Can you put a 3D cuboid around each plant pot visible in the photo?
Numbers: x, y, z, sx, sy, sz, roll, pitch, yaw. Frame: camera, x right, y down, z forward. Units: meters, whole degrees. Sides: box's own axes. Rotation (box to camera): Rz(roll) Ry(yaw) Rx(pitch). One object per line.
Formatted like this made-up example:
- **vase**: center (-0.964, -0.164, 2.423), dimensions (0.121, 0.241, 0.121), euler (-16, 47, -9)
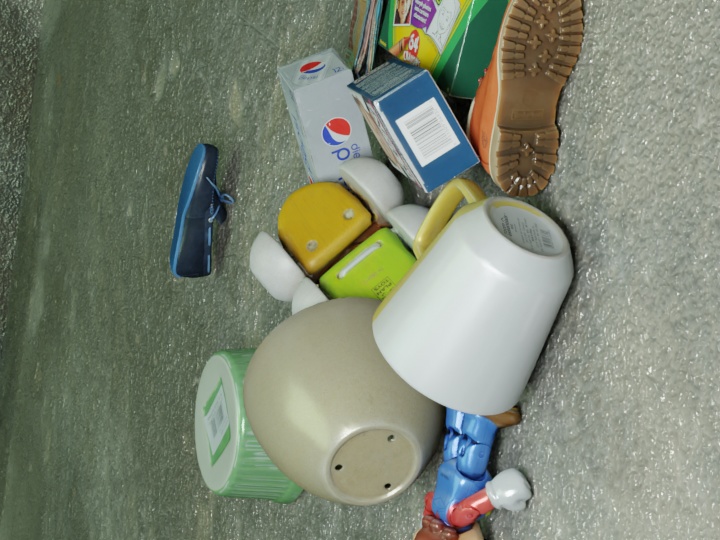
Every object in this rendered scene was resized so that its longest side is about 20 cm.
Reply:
- **plant pot**: center (-0.003, 0.144, 1.480), dimensions (0.135, 0.200, 0.201), euler (-113, 34, -58)

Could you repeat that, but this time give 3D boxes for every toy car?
- **toy car**: center (0.000, 0.000, 1.599), dimensions (0.200, 0.175, 0.150), euler (46, 172, 38)

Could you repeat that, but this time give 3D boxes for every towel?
- **towel**: center (0.003, -0.279, 1.698), dimensions (0.200, 0.022, 0.147), euler (-108, 27, -76)

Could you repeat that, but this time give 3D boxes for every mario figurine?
- **mario figurine**: center (0.105, 0.217, 1.443), dimensions (0.123, 0.106, 0.201), euler (11, -87, -78)

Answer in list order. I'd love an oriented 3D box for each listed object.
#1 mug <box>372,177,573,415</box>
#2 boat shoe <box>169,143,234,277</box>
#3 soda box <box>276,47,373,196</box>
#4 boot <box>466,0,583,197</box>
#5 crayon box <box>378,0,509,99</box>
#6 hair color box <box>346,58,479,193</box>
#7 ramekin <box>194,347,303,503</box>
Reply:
- **mug**: center (0.096, 0.008, 1.361), dimensions (0.187, 0.149, 0.153), euler (44, 125, 22)
- **boat shoe**: center (-0.223, -0.086, 2.221), dimensions (0.084, 0.068, 0.201), euler (-110, 32, -58)
- **soda box**: center (-0.027, -0.131, 1.666), dimensions (0.063, 0.068, 0.200), euler (-123, 14, -54)
- **boot**: center (0.137, -0.177, 1.389), dimensions (0.107, 0.075, 0.201), euler (-126, 43, -62)
- **crayon box**: center (0.092, -0.275, 1.508), dimensions (0.200, 0.058, 0.173), euler (-132, 51, -60)
- **hair color box**: center (0.047, -0.141, 1.489), dimensions (0.100, 0.060, 0.200), euler (59, 180, -13)
- **ramekin**: center (-0.135, 0.189, 1.940), dimensions (0.200, 0.097, 0.201), euler (-178, 90, -67)
